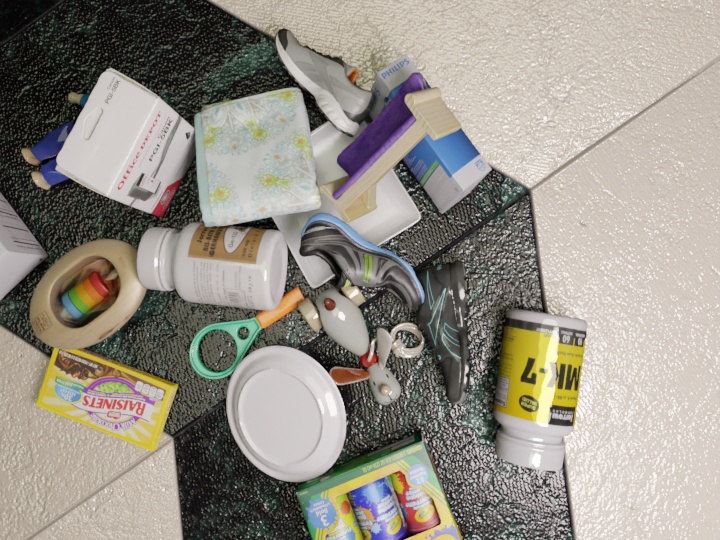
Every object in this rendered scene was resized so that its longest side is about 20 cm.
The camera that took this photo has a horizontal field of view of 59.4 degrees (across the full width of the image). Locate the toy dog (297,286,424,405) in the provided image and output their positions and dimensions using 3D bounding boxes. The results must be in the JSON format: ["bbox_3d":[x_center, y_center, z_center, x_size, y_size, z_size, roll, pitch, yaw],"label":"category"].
[{"bbox_3d":[-0.007,0.097,0.904,0.198,0.096,0.133,35,90,4],"label":"toy dog"}]

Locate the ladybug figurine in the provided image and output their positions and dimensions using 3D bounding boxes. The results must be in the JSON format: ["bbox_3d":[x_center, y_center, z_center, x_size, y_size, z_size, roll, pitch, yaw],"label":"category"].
[{"bbox_3d":[-0.399,0.037,0.942,0.198,0.072,0.137,-33,85,1],"label":"ladybug figurine"}]

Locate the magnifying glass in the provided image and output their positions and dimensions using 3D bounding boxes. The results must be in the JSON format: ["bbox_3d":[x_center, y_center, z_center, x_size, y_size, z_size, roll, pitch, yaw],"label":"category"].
[{"bbox_3d":[-0.170,0.090,0.952,0.198,0.022,0.081,-33,86,-1],"label":"magnifying glass"}]

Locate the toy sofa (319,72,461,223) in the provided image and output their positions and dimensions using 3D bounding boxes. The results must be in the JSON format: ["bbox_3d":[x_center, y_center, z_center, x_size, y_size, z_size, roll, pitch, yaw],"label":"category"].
[{"bbox_3d":[0.029,-0.163,0.844,0.199,0.082,0.098,-40,85,38],"label":"toy sofa"}]

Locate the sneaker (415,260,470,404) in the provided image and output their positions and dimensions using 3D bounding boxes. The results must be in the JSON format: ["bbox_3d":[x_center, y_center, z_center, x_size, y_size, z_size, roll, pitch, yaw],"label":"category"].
[{"bbox_3d":[0.121,0.090,0.917,0.077,0.075,0.205,-4,78,10],"label":"sneaker"}]

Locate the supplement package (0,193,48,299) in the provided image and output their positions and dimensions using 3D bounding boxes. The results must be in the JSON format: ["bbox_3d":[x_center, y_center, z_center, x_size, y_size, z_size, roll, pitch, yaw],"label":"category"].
[{"bbox_3d":[-0.589,-0.066,0.940,0.113,0.110,0.201,-40,86,1],"label":"supplement package"}]

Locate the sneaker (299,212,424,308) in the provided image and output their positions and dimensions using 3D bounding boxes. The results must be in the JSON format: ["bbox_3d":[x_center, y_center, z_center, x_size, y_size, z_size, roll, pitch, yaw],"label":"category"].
[{"bbox_3d":[0.000,0.000,0.889,0.197,0.071,0.084,31,69,-5],"label":"sneaker"}]

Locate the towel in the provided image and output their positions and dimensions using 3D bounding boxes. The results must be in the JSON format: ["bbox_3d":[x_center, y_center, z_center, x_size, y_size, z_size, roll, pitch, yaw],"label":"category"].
[{"bbox_3d":[-0.151,-0.166,0.912,0.167,0.048,0.204,-11,66,2],"label":"towel"}]

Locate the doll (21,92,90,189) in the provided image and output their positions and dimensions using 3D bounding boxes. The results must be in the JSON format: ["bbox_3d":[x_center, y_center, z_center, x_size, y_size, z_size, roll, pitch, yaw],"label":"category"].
[{"bbox_3d":[-0.417,-0.207,0.968,0.196,0.048,0.139,-25,87,2],"label":"doll"}]

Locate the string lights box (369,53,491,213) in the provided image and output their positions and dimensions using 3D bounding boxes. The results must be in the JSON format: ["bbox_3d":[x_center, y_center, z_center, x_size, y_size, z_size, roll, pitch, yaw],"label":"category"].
[{"bbox_3d":[0.091,-0.192,0.906,0.058,0.103,0.202,-34,86,-16],"label":"string lights box"}]

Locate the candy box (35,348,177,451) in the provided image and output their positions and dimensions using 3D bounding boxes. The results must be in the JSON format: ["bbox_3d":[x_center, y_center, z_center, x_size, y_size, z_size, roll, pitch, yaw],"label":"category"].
[{"bbox_3d":[-0.384,0.189,0.957,0.196,0.026,0.105,19,92,4],"label":"candy box"}]

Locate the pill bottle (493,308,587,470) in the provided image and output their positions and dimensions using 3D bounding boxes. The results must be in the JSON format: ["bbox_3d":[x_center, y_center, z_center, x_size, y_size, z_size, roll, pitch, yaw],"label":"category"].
[{"bbox_3d":[0.246,0.162,0.879,0.111,0.114,0.205,8,88,4],"label":"pill bottle"}]

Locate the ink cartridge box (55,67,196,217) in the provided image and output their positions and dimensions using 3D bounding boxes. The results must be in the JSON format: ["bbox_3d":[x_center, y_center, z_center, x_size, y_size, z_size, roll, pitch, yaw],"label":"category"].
[{"bbox_3d":[-0.312,-0.167,0.884,0.082,0.200,0.149,28,89,3],"label":"ink cartridge box"}]

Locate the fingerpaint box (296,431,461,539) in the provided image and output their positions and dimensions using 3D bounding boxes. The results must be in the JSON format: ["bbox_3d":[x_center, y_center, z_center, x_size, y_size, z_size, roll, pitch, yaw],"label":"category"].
[{"bbox_3d":[0.029,0.352,0.901,0.196,0.073,0.170,-21,86,2],"label":"fingerpaint box"}]

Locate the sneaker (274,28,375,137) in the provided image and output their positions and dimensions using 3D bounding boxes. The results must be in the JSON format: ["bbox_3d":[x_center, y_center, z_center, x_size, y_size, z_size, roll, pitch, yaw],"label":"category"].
[{"bbox_3d":[-0.052,-0.287,0.923,0.079,0.074,0.201,-44,73,13],"label":"sneaker"}]

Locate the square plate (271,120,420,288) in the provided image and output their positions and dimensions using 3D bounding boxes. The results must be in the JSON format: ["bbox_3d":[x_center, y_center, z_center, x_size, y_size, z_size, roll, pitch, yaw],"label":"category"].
[{"bbox_3d":[-0.040,-0.110,0.951,0.196,0.028,0.203,-32,86,1],"label":"square plate"}]

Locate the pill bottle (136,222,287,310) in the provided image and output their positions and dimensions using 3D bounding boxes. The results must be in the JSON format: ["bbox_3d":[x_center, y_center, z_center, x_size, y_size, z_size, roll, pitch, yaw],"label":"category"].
[{"bbox_3d":[-0.212,-0.009,0.912,0.195,0.114,0.118,6,87,6],"label":"pill bottle"}]

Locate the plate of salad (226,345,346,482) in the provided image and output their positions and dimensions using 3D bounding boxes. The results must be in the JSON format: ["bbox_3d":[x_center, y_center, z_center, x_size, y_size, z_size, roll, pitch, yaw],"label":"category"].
[{"bbox_3d":[-0.108,0.208,0.925,0.195,0.048,0.206,4,100,22],"label":"plate of salad"}]
